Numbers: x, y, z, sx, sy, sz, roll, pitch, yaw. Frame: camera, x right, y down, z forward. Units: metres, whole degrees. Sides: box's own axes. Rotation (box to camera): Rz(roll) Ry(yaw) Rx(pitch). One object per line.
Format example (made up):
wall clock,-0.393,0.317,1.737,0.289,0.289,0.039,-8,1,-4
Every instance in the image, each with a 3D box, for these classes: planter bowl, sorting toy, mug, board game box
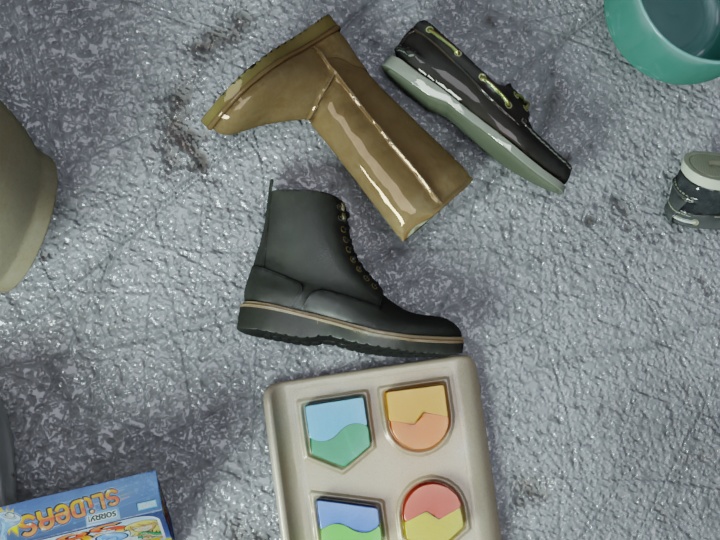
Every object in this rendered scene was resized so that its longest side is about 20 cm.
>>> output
planter bowl,-0.328,-0.057,0.964,0.134,0.199,0.202,22,81,-33
sorting toy,0.022,0.179,1.061,0.198,0.036,0.187,-8,86,-9
mug,0.316,-0.244,1.101,0.183,0.114,0.154,16,83,-8
board game box,-0.252,0.219,0.966,0.198,0.136,0.035,-12,63,-9

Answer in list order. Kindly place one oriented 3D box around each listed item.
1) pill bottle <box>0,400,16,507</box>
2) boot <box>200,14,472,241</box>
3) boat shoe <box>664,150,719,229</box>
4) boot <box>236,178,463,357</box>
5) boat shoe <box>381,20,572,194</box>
pill bottle,-0.384,0.166,0.963,0.198,0.110,0.111,-7,86,-9
boot,-0.016,-0.108,1.048,0.175,0.066,0.200,-41,92,-28
boat shoe,0.381,-0.062,1.131,0.198,0.072,0.068,7,121,-15
boot,0.000,0.000,1.057,0.198,0.077,0.140,10,79,-9
boat shoe,0.115,-0.147,1.084,0.200,0.072,0.061,37,85,-1
